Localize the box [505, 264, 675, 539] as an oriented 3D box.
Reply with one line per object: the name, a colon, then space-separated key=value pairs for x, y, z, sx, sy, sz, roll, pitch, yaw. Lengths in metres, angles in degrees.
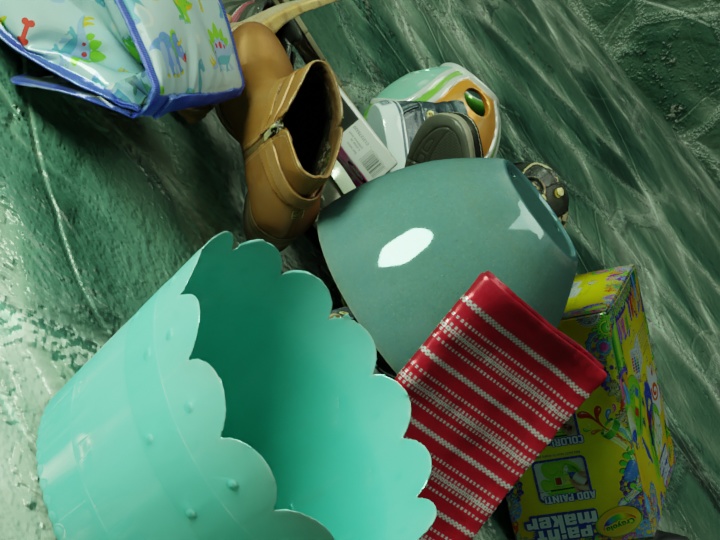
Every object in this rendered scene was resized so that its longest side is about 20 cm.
box: x=0.194 y=0.116 z=1.232 sx=0.200 sy=0.120 sz=0.195 roll=-31 pitch=108 yaw=-69

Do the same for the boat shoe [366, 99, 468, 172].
boat shoe: x=0.064 y=-0.053 z=1.238 sx=0.071 sy=0.090 sz=0.203 roll=176 pitch=-92 yaw=-73

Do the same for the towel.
towel: x=0.071 y=0.113 z=0.968 sx=0.144 sy=0.201 sz=0.022 roll=38 pitch=1 yaw=-33

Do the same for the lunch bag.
lunch bag: x=-0.180 y=-0.189 z=0.985 sx=0.200 sy=0.128 sz=0.170 roll=45 pitch=20 yaw=5

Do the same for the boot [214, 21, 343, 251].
boot: x=-0.062 y=-0.125 z=1.058 sx=0.076 sy=0.155 sz=0.203 roll=4 pitch=70 yaw=-16

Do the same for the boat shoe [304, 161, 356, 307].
boat shoe: x=0.000 y=0.001 z=1.170 sx=0.203 sy=0.060 sz=0.072 roll=59 pitch=-9 yaw=11

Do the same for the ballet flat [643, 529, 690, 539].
ballet flat: x=0.252 y=0.280 z=1.286 sx=0.074 sy=0.073 sz=0.199 roll=58 pitch=27 yaw=11

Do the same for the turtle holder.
turtle holder: x=0.070 y=-0.128 z=1.383 sx=0.140 sy=0.132 sz=0.186 roll=36 pitch=-4 yaw=8

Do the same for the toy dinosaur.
toy dinosaur: x=-0.102 y=-0.195 z=1.186 sx=0.106 sy=0.200 sz=0.061 roll=37 pitch=-25 yaw=11

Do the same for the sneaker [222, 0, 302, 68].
sneaker: x=-0.091 y=-0.211 z=1.266 sx=0.077 sy=0.083 sz=0.202 roll=33 pitch=29 yaw=-43

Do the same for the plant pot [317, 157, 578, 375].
plant pot: x=0.082 y=-0.005 z=1.036 sx=0.200 sy=0.134 sz=0.201 roll=47 pitch=17 yaw=-19

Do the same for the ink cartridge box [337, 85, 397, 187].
ink cartridge box: x=-0.029 y=-0.112 z=1.241 sx=0.095 sy=0.037 sz=0.200 roll=52 pitch=-9 yaw=-7

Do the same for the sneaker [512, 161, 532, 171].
sneaker: x=0.146 y=-0.010 z=1.418 sx=0.086 sy=0.079 sz=0.203 roll=-20 pitch=115 yaw=-81

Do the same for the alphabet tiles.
alphabet tiles: x=-0.079 y=-0.250 z=1.343 sx=0.168 sy=0.008 sz=0.200 roll=55 pitch=-2 yaw=-38

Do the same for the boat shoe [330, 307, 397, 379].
boat shoe: x=-0.024 y=0.064 z=1.002 sx=0.200 sy=0.071 sz=0.091 roll=32 pitch=24 yaw=-53

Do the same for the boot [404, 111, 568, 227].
boot: x=0.111 y=-0.057 z=1.193 sx=0.150 sy=0.073 sz=0.202 roll=-30 pitch=124 yaw=-39

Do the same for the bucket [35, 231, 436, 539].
bucket: x=-0.068 y=0.100 z=0.766 sx=0.207 sy=0.134 sz=0.208 roll=44 pitch=24 yaw=-25
